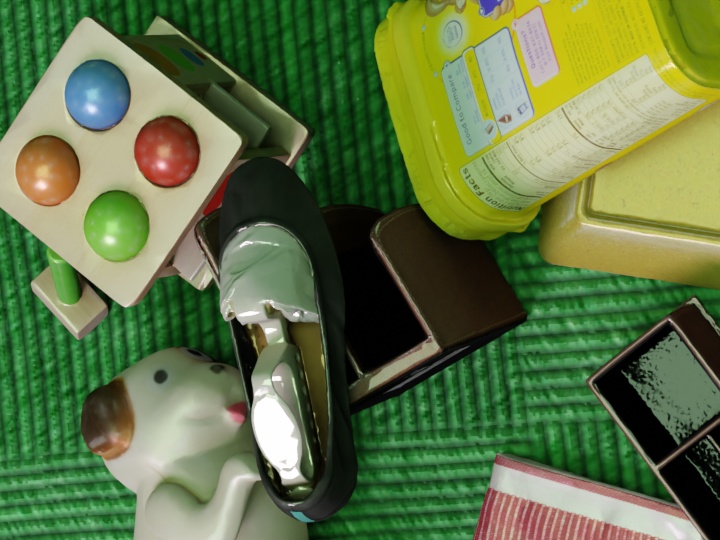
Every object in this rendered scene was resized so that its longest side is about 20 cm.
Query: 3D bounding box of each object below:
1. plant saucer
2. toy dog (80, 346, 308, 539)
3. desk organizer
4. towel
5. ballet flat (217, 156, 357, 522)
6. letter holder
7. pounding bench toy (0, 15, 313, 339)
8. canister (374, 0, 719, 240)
[{"bbox_3d":[0.206,-0.087,1.722,0.199,0.048,0.201,9,97,15],"label":"plant saucer"},{"bbox_3d":[-0.090,0.144,1.802,0.194,0.139,0.201,-17,91,54],"label":"toy dog"},{"bbox_3d":[0.222,0.118,1.719,0.072,0.077,0.200,-39,83,16],"label":"desk organizer"},{"bbox_3d":[0.126,0.225,1.787,0.143,0.023,0.201,15,97,17],"label":"towel"},{"bbox_3d":[-0.040,0.038,1.586,0.068,0.068,0.201,-12,90,18],"label":"ballet flat"},{"bbox_3d":[0.000,0.000,1.712,0.100,0.200,0.143,-31,85,17],"label":"letter holder"},{"bbox_3d":[-0.151,-0.038,1.779,0.124,0.156,0.200,38,104,11],"label":"pounding bench toy"},{"bbox_3d":[0.114,-0.123,1.680,0.200,0.086,0.149,-31,67,40],"label":"canister"}]
